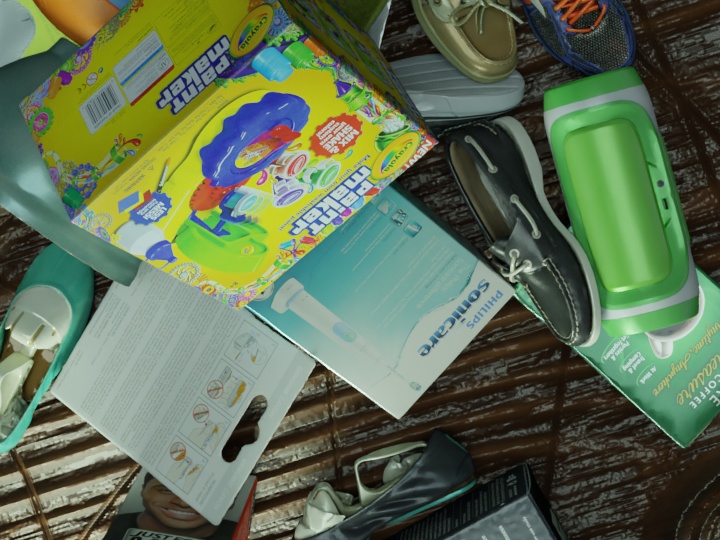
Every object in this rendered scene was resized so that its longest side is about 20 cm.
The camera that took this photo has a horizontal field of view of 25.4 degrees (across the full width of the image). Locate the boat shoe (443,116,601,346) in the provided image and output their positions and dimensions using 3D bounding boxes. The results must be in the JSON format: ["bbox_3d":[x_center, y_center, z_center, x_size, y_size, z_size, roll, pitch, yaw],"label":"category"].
[{"bbox_3d":[0.126,-0.027,1.260,0.060,0.074,0.200,-15,78,-28],"label":"boat shoe"}]

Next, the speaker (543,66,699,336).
[{"bbox_3d":[0.204,-0.054,1.250,0.088,0.088,0.200,-15,93,6],"label":"speaker"}]

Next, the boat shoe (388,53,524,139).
[{"bbox_3d":[0.034,-0.128,1.307,0.200,0.072,0.071,-6,128,-5],"label":"boat shoe"}]

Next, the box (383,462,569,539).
[{"bbox_3d":[0.089,0.278,1.328,0.200,0.104,0.148,-29,94,7],"label":"box"}]

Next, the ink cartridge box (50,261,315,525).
[{"bbox_3d":[-0.140,0.087,1.315,0.200,0.050,0.162,34,98,22],"label":"ink cartridge box"}]

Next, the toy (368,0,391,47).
[{"bbox_3d":[-0.038,-0.209,1.309,0.115,0.047,0.200,15,97,3],"label":"toy"}]

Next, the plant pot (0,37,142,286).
[{"bbox_3d":[-0.227,-0.099,1.269,0.200,0.200,0.134,36,88,-1],"label":"plant pot"}]

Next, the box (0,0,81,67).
[{"bbox_3d":[-0.331,-0.193,1.332,0.200,0.048,0.122,-27,94,6],"label":"box"}]

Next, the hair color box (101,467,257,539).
[{"bbox_3d":[-0.150,0.224,1.287,0.101,0.200,0.061,9,107,2],"label":"hair color box"}]

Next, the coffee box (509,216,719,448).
[{"bbox_3d":[0.233,0.037,1.320,0.200,0.044,0.123,41,96,0],"label":"coffee box"}]

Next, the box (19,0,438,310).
[{"bbox_3d":[-0.090,-0.104,1.122,0.200,0.193,0.122,-40,54,14],"label":"box"}]

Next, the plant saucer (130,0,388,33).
[{"bbox_3d":[-0.099,-0.175,1.177,0.200,0.200,0.048,-54,49,29],"label":"plant saucer"}]

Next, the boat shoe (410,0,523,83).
[{"bbox_3d":[0.075,-0.246,1.272,0.073,0.063,0.200,-26,89,-28],"label":"boat shoe"}]

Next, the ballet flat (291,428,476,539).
[{"bbox_3d":[0.000,0.196,1.344,0.200,0.073,0.073,-31,94,1],"label":"ballet flat"}]

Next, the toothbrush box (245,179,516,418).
[{"bbox_3d":[0.000,0.000,1.276,0.200,0.085,0.146,37,99,-25],"label":"toothbrush box"}]

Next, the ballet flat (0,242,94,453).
[{"bbox_3d":[-0.282,0.071,1.347,0.067,0.070,0.200,26,97,1],"label":"ballet flat"}]

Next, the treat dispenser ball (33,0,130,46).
[{"bbox_3d":[-0.169,-0.263,1.235,0.201,0.201,0.201,0,97,4],"label":"treat dispenser ball"}]

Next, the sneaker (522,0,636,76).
[{"bbox_3d":[0.153,-0.238,1.277,0.075,0.078,0.200,-35,93,8],"label":"sneaker"}]
